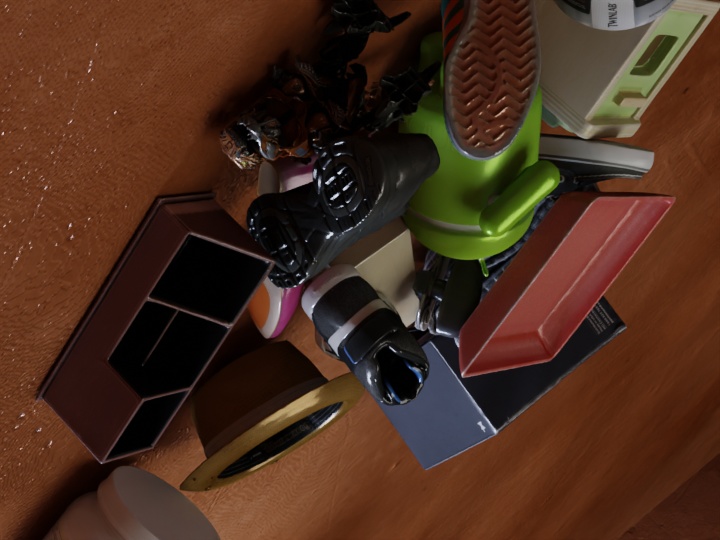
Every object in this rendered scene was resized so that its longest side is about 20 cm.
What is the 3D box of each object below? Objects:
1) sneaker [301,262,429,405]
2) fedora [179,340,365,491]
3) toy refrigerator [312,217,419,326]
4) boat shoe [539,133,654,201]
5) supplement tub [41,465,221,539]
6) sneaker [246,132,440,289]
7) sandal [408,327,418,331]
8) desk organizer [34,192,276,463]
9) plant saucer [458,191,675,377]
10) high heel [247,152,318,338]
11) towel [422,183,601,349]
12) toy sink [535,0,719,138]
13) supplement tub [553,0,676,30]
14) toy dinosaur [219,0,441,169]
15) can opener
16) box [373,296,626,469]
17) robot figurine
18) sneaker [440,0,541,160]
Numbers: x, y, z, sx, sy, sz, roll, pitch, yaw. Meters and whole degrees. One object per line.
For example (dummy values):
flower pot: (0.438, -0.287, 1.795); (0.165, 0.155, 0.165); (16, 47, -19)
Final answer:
sneaker: (0.015, 0.073, 1.528); (0.073, 0.112, 0.200); (-39, 160, 1)
fedora: (-0.089, 0.122, 1.620); (0.200, 0.082, 0.201); (-30, 168, -7)
toy refrigerator: (0.000, 0.000, 1.612); (0.076, 0.070, 0.200); (-35, 158, -9)
boat shoe: (0.156, -0.091, 1.593); (0.069, 0.199, 0.057); (-74, 168, -82)
supplement tub: (-0.227, 0.285, 1.581); (0.200, 0.145, 0.145); (-50, 160, 11)
sneaker: (-0.012, -0.044, 1.333); (0.090, 0.076, 0.200); (-18, 173, -37)
sandal: (0.062, 0.037, 1.840); (0.200, 0.043, 0.076); (-22, 149, -49)
desk organizer: (-0.154, 0.044, 1.364); (0.200, 0.077, 0.072); (-56, 158, 23)
plant saucer: (0.176, 0.002, 1.610); (0.200, 0.037, 0.199); (-55, 157, 20)
high heel: (-0.043, -0.029, 1.469); (0.096, 0.067, 0.201); (-22, 137, -29)
towel: (0.136, -0.033, 1.717); (0.200, 0.085, 0.166); (-51, -172, 15)
toy sink: (0.206, -0.186, 1.603); (0.200, 0.112, 0.130); (-54, 158, 21)
supplement tub: (0.194, -0.279, 1.385); (0.123, 0.123, 0.200); (-44, 160, -7)
toy dinosaur: (-0.018, -0.130, 1.331); (0.136, 0.102, 0.200); (-44, -175, 41)
can opener: (0.096, -0.034, 1.628); (0.053, 0.067, 0.201); (71, 38, -68)
box: (0.138, 0.091, 1.911); (0.198, 0.123, 0.200); (-37, 178, -27)
robot figurine: (0.088, -0.097, 1.482); (0.115, 0.176, 0.201); (-12, 124, -19)
sneaker: (0.094, -0.172, 1.342); (0.080, 0.071, 0.201); (111, -15, -77)
